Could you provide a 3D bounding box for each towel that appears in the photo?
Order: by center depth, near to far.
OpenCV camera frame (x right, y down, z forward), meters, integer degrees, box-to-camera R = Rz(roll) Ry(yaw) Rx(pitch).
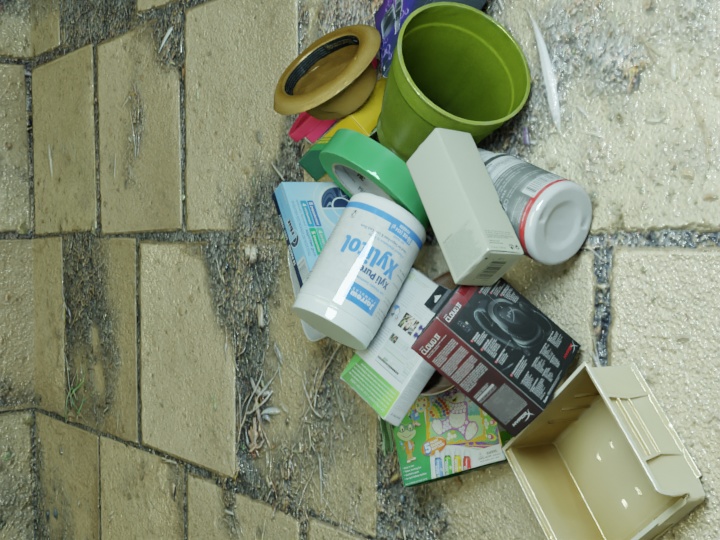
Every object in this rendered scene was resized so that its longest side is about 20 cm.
[{"bbox_3d":[0.022,0.172,1.803,0.201,0.023,0.154,-102,3,-47],"label":"towel"}]

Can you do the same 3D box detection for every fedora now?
[{"bbox_3d":[-0.040,-0.291,1.757,0.199,0.082,0.202,-26,37,21],"label":"fedora"}]

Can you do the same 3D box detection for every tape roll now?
[{"bbox_3d":[0.028,-0.132,1.734,0.048,0.200,0.200,-53,36,-11],"label":"tape roll"}]

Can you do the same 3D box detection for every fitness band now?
[{"bbox_3d":[-0.045,-0.287,1.902,0.200,0.037,0.144,-39,19,35],"label":"fitness band"}]

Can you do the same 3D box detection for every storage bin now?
[{"bbox_3d":[0.305,0.253,1.440,0.201,0.093,0.200,-55,48,40],"label":"storage bin"}]

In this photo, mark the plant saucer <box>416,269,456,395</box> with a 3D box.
[{"bbox_3d":[0.130,0.093,1.651,0.199,0.036,0.202,-30,44,35],"label":"plant saucer"}]

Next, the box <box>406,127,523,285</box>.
[{"bbox_3d":[0.135,-0.084,1.497,0.082,0.068,0.202,-46,52,42],"label":"box"}]

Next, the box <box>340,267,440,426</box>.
[{"bbox_3d":[0.065,0.108,1.659,0.201,0.036,0.144,-55,35,2],"label":"box"}]

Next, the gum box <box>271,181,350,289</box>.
[{"bbox_3d":[-0.026,-0.059,1.813,0.045,0.198,0.172,-45,55,47],"label":"gum box"}]

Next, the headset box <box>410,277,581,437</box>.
[{"bbox_3d":[0.171,0.093,1.491,0.199,0.149,0.077,39,133,3],"label":"headset box"}]

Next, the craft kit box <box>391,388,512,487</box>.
[{"bbox_3d":[0.129,0.204,1.697,0.199,0.048,0.200,-25,67,38],"label":"craft kit box"}]

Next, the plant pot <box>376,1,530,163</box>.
[{"bbox_3d":[0.112,-0.242,1.636,0.193,0.198,0.202,127,131,-56],"label":"plant pot"}]

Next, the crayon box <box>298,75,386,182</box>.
[{"bbox_3d":[-0.007,-0.237,1.845,0.052,0.126,0.200,45,140,-9],"label":"crayon box"}]

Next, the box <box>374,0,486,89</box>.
[{"bbox_3d":[0.103,-0.394,1.694,0.200,0.078,0.142,-52,37,42],"label":"box"}]

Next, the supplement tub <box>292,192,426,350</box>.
[{"bbox_3d":[0.000,0.000,1.682,0.131,0.132,0.202,8,66,54],"label":"supplement tub"}]

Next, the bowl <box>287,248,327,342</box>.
[{"bbox_3d":[-0.039,0.005,1.944,0.199,0.074,0.202,-37,63,49],"label":"bowl"}]

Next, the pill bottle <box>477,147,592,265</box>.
[{"bbox_3d":[0.209,-0.093,1.549,0.200,0.113,0.115,33,117,50],"label":"pill bottle"}]
